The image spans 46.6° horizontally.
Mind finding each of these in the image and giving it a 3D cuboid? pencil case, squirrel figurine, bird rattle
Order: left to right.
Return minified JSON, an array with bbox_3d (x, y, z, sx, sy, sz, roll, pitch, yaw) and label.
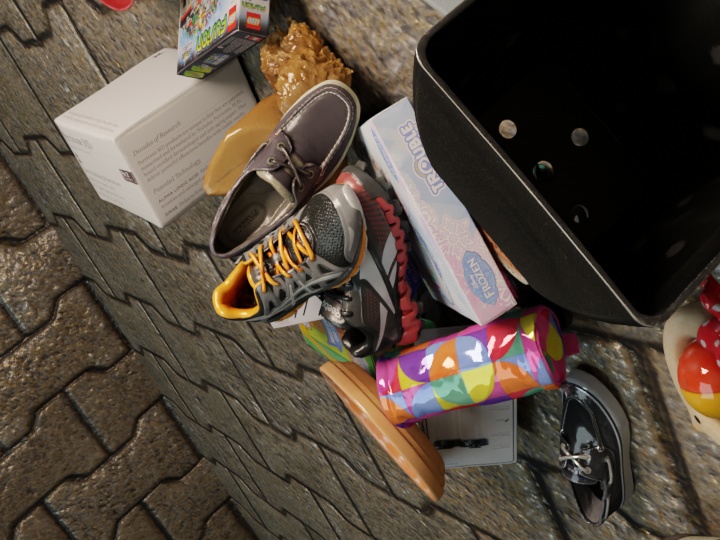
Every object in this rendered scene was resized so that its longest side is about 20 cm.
[{"bbox_3d":[-0.065,-0.152,0.885,0.138,0.187,0.204,19,109,-4],"label":"squirrel figurine"},{"bbox_3d":[0.111,0.097,0.822,0.196,0.089,0.090,-18,114,29],"label":"pencil case"},{"bbox_3d":[0.286,0.086,0.650,0.203,0.111,0.163,59,171,-9],"label":"bird rattle"}]

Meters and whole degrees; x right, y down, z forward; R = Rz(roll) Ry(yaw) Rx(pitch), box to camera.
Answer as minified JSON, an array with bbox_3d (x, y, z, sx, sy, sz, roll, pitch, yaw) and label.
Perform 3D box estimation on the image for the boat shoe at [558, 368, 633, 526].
[{"bbox_3d":[0.244,0.197,0.899,0.071,0.067,0.203,24,143,44],"label":"boat shoe"}]

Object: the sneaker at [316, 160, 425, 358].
[{"bbox_3d":[0.000,0.000,0.794,0.071,0.096,0.204,34,145,50],"label":"sneaker"}]

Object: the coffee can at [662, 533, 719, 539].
[{"bbox_3d":[0.368,0.321,0.760,0.147,0.146,0.200,51,155,-1],"label":"coffee can"}]

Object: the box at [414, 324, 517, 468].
[{"bbox_3d":[0.125,0.153,0.982,0.061,0.113,0.203,-90,-9,-45],"label":"box"}]

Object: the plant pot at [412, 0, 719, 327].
[{"bbox_3d":[0.149,-0.093,0.548,0.200,0.199,0.177,49,168,3],"label":"plant pot"}]

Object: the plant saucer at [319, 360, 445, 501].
[{"bbox_3d":[0.031,0.176,0.956,0.201,0.037,0.200,48,171,10],"label":"plant saucer"}]

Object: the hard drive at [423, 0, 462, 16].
[{"bbox_3d":[0.065,-0.264,0.628,0.199,0.033,0.141,43,154,19],"label":"hard drive"}]

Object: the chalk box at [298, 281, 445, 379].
[{"bbox_3d":[0.020,0.055,1.028,0.198,0.123,0.126,27,147,41],"label":"chalk box"}]

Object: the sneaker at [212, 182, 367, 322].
[{"bbox_3d":[-0.065,-0.006,0.758,0.200,0.076,0.079,-45,65,40],"label":"sneaker"}]

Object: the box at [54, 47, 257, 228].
[{"bbox_3d":[-0.256,-0.182,1.092,0.197,0.199,0.133,21,143,47],"label":"box"}]

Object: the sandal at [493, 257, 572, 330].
[{"bbox_3d":[0.131,-0.007,0.846,0.200,0.045,0.075,46,155,13],"label":"sandal"}]

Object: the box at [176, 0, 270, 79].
[{"bbox_3d":[-0.150,-0.284,0.899,0.199,0.034,0.113,-3,84,60],"label":"box"}]

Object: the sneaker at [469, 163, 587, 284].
[{"bbox_3d":[0.127,-0.071,0.752,0.201,0.079,0.072,55,177,45],"label":"sneaker"}]

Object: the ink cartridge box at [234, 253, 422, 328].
[{"bbox_3d":[-0.038,0.001,0.919,0.196,0.044,0.095,-13,117,36],"label":"ink cartridge box"}]

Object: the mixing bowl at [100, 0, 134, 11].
[{"bbox_3d":[-0.269,-0.406,0.922,0.199,0.108,0.202,40,153,25],"label":"mixing bowl"}]

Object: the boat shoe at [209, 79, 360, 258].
[{"bbox_3d":[-0.072,-0.086,0.774,0.072,0.200,0.065,41,-164,-12],"label":"boat shoe"}]

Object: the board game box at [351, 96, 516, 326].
[{"bbox_3d":[0.060,-0.057,0.803,0.203,0.043,0.199,61,177,-8],"label":"board game box"}]
